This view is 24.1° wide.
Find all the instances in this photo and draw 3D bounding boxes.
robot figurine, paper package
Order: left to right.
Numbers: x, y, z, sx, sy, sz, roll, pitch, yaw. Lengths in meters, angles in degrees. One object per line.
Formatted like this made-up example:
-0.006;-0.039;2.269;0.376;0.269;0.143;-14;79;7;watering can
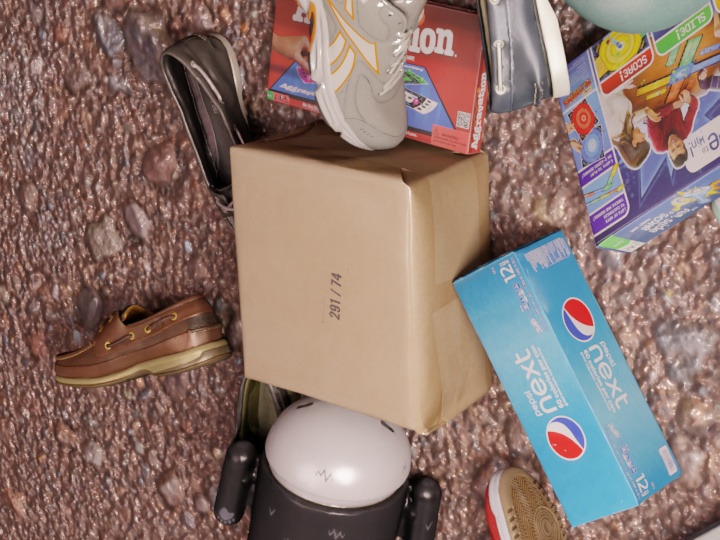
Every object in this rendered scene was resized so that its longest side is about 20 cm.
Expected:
-0.027;0.194;1.380;0.125;0.150;0.200;42;131;44;robot figurine
0.000;0.000;1.298;0.190;0.103;0.200;13;115;37;paper package

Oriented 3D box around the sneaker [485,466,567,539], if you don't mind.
0.113;0.253;1.312;0.112;0.071;0.200;-17;96;40;sneaker

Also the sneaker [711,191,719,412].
0.260;0.042;1.100;0.118;0.074;0.201;-36;83;37;sneaker

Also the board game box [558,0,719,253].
0.214;-0.115;1.077;0.200;0.034;0.136;-35;56;44;board game box

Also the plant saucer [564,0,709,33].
0.167;-0.252;1.074;0.200;0.036;0.200;10;103;49;plant saucer

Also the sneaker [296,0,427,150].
0.011;-0.168;1.185;0.092;0.076;0.200;3;132;28;sneaker

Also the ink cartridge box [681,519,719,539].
0.292;0.253;1.176;0.200;0.044;0.174;-40;77;42;ink cartridge box

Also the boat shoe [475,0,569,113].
0.086;-0.204;1.123;0.062;0.075;0.200;-17;103;0;boat shoe

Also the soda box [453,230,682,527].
0.149;0.078;1.221;0.068;0.064;0.200;-29;86;44;soda box

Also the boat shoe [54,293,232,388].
-0.201;0.064;1.524;0.200;0.072;0.068;-12;92;37;boat shoe

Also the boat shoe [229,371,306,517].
-0.082;0.155;1.450;0.072;0.066;0.201;22;119;34;boat shoe

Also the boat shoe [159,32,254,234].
-0.115;-0.097;1.393;0.067;0.057;0.200;-16;95;43;boat shoe

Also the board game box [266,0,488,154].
0.012;-0.160;1.278;0.200;0.019;0.103;18;109;36;board game box
